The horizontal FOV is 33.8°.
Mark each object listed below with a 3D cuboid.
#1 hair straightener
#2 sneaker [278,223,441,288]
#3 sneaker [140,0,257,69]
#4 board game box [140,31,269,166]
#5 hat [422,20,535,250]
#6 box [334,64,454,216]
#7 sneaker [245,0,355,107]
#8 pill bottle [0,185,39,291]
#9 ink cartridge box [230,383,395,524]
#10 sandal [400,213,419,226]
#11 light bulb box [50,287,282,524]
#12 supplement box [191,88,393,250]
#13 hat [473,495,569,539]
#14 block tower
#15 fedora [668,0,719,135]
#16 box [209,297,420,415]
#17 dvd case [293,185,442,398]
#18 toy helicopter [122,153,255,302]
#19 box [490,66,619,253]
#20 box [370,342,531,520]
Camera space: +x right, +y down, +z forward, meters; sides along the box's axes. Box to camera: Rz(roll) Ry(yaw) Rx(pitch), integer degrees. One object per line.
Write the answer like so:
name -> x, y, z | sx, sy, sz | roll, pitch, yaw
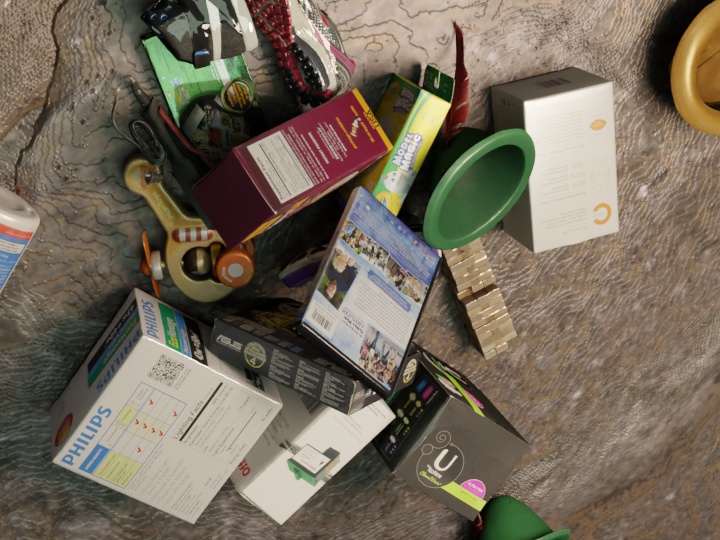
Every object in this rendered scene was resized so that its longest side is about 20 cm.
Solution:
hair straightener -> -0.214, -0.129, 1.330 | 0.200, 0.041, 0.077 | 56, 44, -7
sneaker -> 0.000, 0.000, 1.430 | 0.199, 0.081, 0.084 | -9, 98, 4
sneaker -> -0.194, -0.316, 1.277 | 0.112, 0.073, 0.201 | -24, 104, -11
board game box -> -0.170, -0.194, 1.374 | 0.104, 0.023, 0.201 | -22, 117, -8
hat -> 0.099, -0.150, 1.436 | 0.200, 0.176, 0.166 | -35, 148, -18
box -> 0.042, -0.152, 1.414 | 0.048, 0.117, 0.201 | 24, 100, -22
sneaker -> -0.074, -0.288, 1.351 | 0.075, 0.080, 0.201 | -44, 123, -32
pill bottle -> -0.446, 0.002, 1.299 | 0.112, 0.112, 0.200 | 28, 98, -27
ink cartridge box -> -0.075, 0.197, 1.492 | 0.200, 0.146, 0.084 | -43, 120, 1
sandal -> 0.044, 0.029, 1.500 | 0.057, 0.080, 0.202 | 20, 103, 1
light bulb box -> -0.235, 0.163, 1.423 | 0.200, 0.125, 0.199 | 31, 103, -27
supplement box -> -0.075, -0.116, 1.332 | 0.200, 0.110, 0.086 | -33, 90, -39
hat -> 0.190, 0.342, 1.709 | 0.165, 0.176, 0.200 | -17, 152, -29
block tower -> 0.145, 0.016, 1.553 | 0.054, 0.058, 0.201 | -28, 119, -8
fedora -> 0.470, -0.274, 1.543 | 0.200, 0.082, 0.202 | -8, 111, -22
box -> -0.053, 0.097, 1.401 | 0.161, 0.199, 0.049 | -18, 125, -58
dvd case -> 0.013, 0.023, 1.324 | 0.143, 0.018, 0.201 | 41, 52, -25
toy helicopter -> -0.218, -0.046, 1.389 | 0.132, 0.079, 0.200 | -30, 113, 8
box -> 0.247, -0.141, 1.505 | 0.124, 0.097, 0.201 | -14, 114, -15
box -> 0.093, 0.195, 1.521 | 0.148, 0.200, 0.125 | 34, 96, -28
